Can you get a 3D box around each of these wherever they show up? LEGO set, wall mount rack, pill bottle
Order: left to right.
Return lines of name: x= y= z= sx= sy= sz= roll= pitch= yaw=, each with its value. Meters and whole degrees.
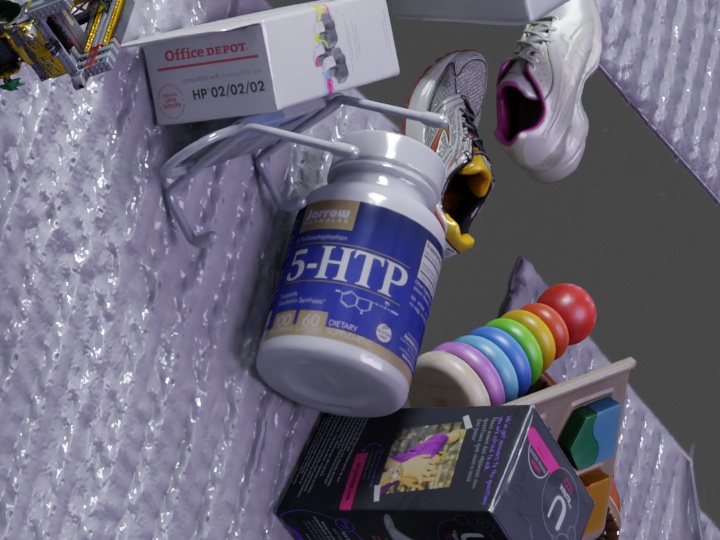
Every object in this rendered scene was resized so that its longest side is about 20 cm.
LEGO set: x=-0.232 y=-0.185 z=1.444 sx=0.116 sy=0.153 sz=0.200 roll=-79 pitch=153 yaw=-48
wall mount rack: x=-0.043 y=-0.086 z=1.682 sx=0.200 sy=0.174 sz=0.075 roll=-24 pitch=84 yaw=-52
pill bottle: x=0.000 y=0.000 z=1.780 sx=0.120 sy=0.119 sz=0.201 roll=42 pitch=54 yaw=-45

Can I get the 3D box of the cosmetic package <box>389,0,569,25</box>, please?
cosmetic package: x=0.111 y=-0.323 z=1.892 sx=0.165 sy=0.165 sz=0.201 roll=-32 pitch=116 yaw=-35

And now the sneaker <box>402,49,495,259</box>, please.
sneaker: x=0.081 y=-0.093 z=1.934 sx=0.078 sy=0.082 sz=0.201 roll=38 pitch=57 yaw=-46

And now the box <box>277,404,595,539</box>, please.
box: x=0.058 y=0.180 z=1.777 sx=0.122 sy=0.199 sz=0.106 roll=57 pitch=46 yaw=-35

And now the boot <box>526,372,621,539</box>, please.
boot: x=0.175 y=0.147 z=2.068 sx=0.200 sy=0.075 sz=0.107 roll=61 pitch=26 yaw=-26

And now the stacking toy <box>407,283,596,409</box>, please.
stacking toy: x=0.131 y=0.069 z=1.957 sx=0.200 sy=0.085 sz=0.086 roll=-32 pitch=113 yaw=-38

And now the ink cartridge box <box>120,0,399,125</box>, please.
ink cartridge box: x=-0.076 y=-0.152 z=1.690 sx=0.200 sy=0.115 sz=0.068 roll=-21 pitch=104 yaw=-53

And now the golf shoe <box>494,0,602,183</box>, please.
golf shoe: x=0.164 y=-0.183 z=2.069 sx=0.091 sy=0.075 sz=0.201 roll=22 pitch=69 yaw=-48

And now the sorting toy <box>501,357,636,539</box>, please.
sorting toy: x=0.153 y=0.179 z=1.943 sx=0.185 sy=0.036 sz=0.201 roll=-17 pitch=130 yaw=-37
